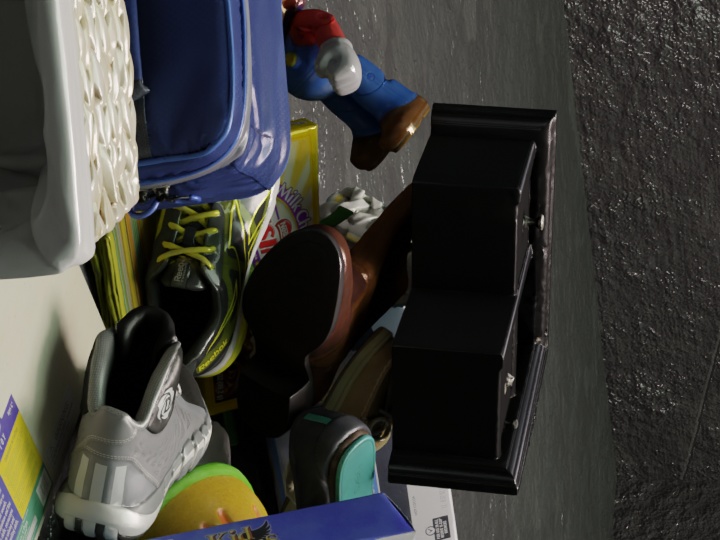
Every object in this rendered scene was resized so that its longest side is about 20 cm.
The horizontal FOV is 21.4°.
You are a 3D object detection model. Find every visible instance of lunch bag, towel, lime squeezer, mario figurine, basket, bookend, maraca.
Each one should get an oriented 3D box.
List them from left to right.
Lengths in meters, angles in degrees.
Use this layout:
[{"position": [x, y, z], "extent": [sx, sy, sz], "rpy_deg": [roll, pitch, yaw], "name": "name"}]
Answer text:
[{"position": [-0.182, -0.104, 0.873], "extent": [0.123, 0.135, 0.201], "rpy_deg": [-50, 137, -75], "name": "basket"}, {"position": [-0.122, -0.125, 1.082], "extent": [0.132, 0.135, 0.201], "rpy_deg": [36, 47, -71], "name": "lunch bag"}, {"position": [-0.142, -0.041, 1.268], "extent": [0.200, 0.018, 0.086], "rpy_deg": [-72, 162, -55], "name": "towel"}, {"position": [-0.124, 0.203, 1.151], "extent": [0.200, 0.107, 0.137], "rpy_deg": [-48, 136, -34], "name": "maraca"}, {"position": [-0.081, 0.029, 1.412], "extent": [0.201, 0.070, 0.038], "rpy_deg": [-64, -162, 11], "name": "lime squeezer"}, {"position": [-0.056, -0.144, 1.352], "extent": [0.200, 0.123, 0.106], "rpy_deg": [40, 30, -7], "name": "mario figurine"}, {"position": [0.079, 0.015, 1.318], "extent": [0.199, 0.092, 0.201], "rpy_deg": [-67, 159, -61], "name": "bookend"}]

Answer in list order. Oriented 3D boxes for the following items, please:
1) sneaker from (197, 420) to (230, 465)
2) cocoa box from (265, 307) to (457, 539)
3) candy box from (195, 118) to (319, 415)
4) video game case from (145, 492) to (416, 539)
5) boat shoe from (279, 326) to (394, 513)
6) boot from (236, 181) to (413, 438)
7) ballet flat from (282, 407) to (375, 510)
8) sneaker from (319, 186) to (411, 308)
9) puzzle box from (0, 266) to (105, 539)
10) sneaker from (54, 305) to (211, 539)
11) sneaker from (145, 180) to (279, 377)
[{"position": [-0.072, 0.200, 1.290], "extent": [0.080, 0.129, 0.200], "rpy_deg": [67, 26, -60], "name": "sneaker"}, {"position": [-0.004, 0.153, 1.499], "extent": [0.133, 0.131, 0.201], "rpy_deg": [-112, -168, -62], "name": "cocoa box"}, {"position": [-0.075, -0.002, 1.352], "extent": [0.102, 0.026, 0.201], "rpy_deg": [-15, 114, -33], "name": "candy box"}, {"position": [-0.073, 0.231, 1.106], "extent": [0.045, 0.199, 0.182], "rpy_deg": [44, -46, 50], "name": "video game case"}, {"position": [-0.005, 0.133, 1.364], "extent": [0.201, 0.063, 0.073], "rpy_deg": [-67, 169, 22], "name": "boat shoe"}, {"position": [0.000, 0.000, 1.315], "extent": [0.200, 0.068, 0.189], "rpy_deg": [-45, 153, -42], "name": "boot"}, {"position": [-0.022, 0.175, 1.321], "extent": [0.073, 0.073, 0.201], "rpy_deg": [-72, 164, -52], "name": "ballet flat"}, {"position": [0.006, -0.020, 1.482], "extent": [0.077, 0.199, 0.081], "rpy_deg": [-42, 129, -60], "name": "sneaker"}, {"position": [-0.192, 0.062, 1.035], "extent": [0.133, 0.025, 0.200], "rpy_deg": [76, 19, -44], "name": "puzzle box"}, {"position": [-0.122, 0.065, 1.115], "extent": [0.200, 0.075, 0.116], "rpy_deg": [-79, -179, -68], "name": "sneaker"}, {"position": [-0.099, -0.021, 1.241], "extent": [0.085, 0.074, 0.201], "rpy_deg": [-43, 138, -77], "name": "sneaker"}]
